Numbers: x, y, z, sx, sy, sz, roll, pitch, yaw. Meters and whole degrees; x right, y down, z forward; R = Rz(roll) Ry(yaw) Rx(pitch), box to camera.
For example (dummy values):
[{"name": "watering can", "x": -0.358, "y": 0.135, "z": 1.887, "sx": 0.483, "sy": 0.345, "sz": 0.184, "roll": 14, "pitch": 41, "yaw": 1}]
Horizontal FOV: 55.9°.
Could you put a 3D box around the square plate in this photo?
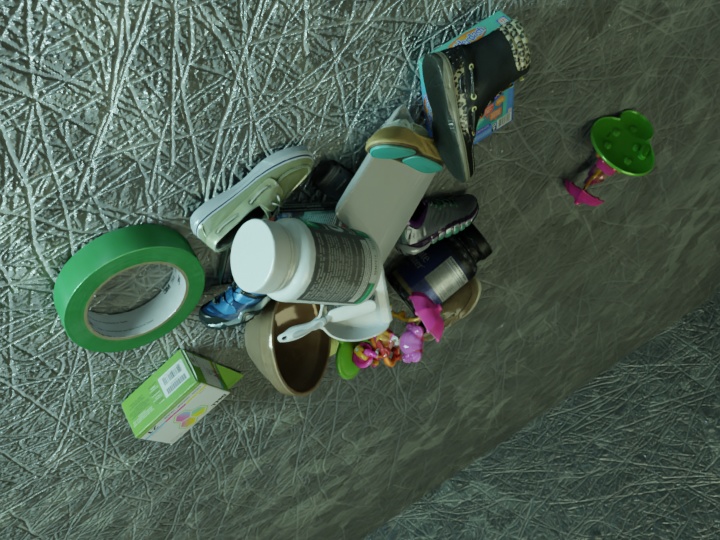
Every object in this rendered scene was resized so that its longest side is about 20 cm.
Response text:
[{"name": "square plate", "x": 0.042, "y": -0.131, "z": 1.079, "sx": 0.200, "sy": 0.028, "sz": 0.200, "roll": -60, "pitch": 151, "yaw": -9}]

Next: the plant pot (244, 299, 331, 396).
[{"name": "plant pot", "x": -0.134, "y": 0.112, "z": 1.165, "sx": 0.092, "sy": 0.204, "sz": 0.200, "roll": -3, "pitch": 162, "yaw": 26}]

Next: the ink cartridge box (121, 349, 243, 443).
[{"name": "ink cartridge box", "x": -0.298, "y": 0.236, "z": 1.213, "sx": 0.148, "sy": 0.076, "sz": 0.200, "roll": -42, "pitch": 149, "yaw": 6}]

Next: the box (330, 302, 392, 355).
[{"name": "box", "x": -0.031, "y": 0.115, "z": 1.368, "sx": 0.198, "sy": 0.050, "sz": 0.076, "roll": -27, "pitch": 148, "yaw": -19}]

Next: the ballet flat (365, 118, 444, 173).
[{"name": "ballet flat", "x": 0.064, "y": -0.189, "z": 0.999, "sx": 0.068, "sy": 0.064, "sz": 0.199, "roll": -8, "pitch": 174, "yaw": 29}]

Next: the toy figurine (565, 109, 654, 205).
[{"name": "toy figurine", "x": 0.525, "y": -0.227, "z": 1.472, "sx": 0.200, "sy": 0.150, "sz": 0.185, "roll": -49, "pitch": 174, "yaw": -34}]

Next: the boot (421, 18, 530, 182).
[{"name": "boot", "x": 0.177, "y": -0.241, "z": 0.974, "sx": 0.153, "sy": 0.073, "sz": 0.205, "roll": -30, "pitch": 129, "yaw": -13}]

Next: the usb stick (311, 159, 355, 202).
[{"name": "usb stick", "x": -0.008, "y": -0.122, "z": 1.087, "sx": 0.055, "sy": 0.033, "sz": 0.199, "roll": -39, "pitch": 150, "yaw": 16}]

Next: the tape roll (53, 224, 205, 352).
[{"name": "tape roll", "x": -0.316, "y": 0.028, "z": 0.940, "sx": 0.199, "sy": 0.048, "sz": 0.202, "roll": -28, "pitch": 149, "yaw": -18}]

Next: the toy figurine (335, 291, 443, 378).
[{"name": "toy figurine", "x": 0.060, "y": 0.108, "z": 1.226, "sx": 0.150, "sy": 0.182, "sz": 0.203, "roll": 25, "pitch": 73, "yaw": -54}]

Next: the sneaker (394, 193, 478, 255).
[{"name": "sneaker", "x": 0.142, "y": -0.108, "z": 1.239, "sx": 0.199, "sy": 0.074, "sz": 0.088, "roll": -34, "pitch": 129, "yaw": -28}]

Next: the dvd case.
[{"name": "dvd case", "x": -0.116, "y": -0.043, "z": 1.059, "sx": 0.198, "sy": 0.022, "sz": 0.147, "roll": -6, "pitch": 138, "yaw": -28}]

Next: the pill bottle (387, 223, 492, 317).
[{"name": "pill bottle", "x": 0.160, "y": -0.005, "z": 1.350, "sx": 0.199, "sy": 0.112, "sz": 0.112, "roll": -39, "pitch": 150, "yaw": 1}]

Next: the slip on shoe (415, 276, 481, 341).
[{"name": "slip on shoe", "x": 0.195, "y": 0.088, "z": 1.557, "sx": 0.200, "sy": 0.076, "sz": 0.060, "roll": -43, "pitch": 157, "yaw": 23}]

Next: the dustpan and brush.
[{"name": "dustpan and brush", "x": -0.042, "y": 0.071, "z": 1.100, "sx": 0.197, "sy": 0.057, "sz": 0.141, "roll": -16, "pitch": 119, "yaw": -8}]

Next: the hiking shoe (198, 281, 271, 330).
[{"name": "hiking shoe", "x": -0.163, "y": 0.014, "z": 1.033, "sx": 0.198, "sy": 0.075, "sz": 0.087, "roll": -28, "pitch": 126, "yaw": -8}]

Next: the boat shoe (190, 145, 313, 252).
[{"name": "boat shoe", "x": -0.139, "y": -0.096, "z": 0.937, "sx": 0.199, "sy": 0.062, "sz": 0.072, "roll": -38, "pitch": 158, "yaw": -12}]

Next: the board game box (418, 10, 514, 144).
[{"name": "board game box", "x": 0.170, "y": -0.278, "z": 1.057, "sx": 0.151, "sy": 0.045, "sz": 0.201, "roll": -32, "pitch": 149, "yaw": -10}]

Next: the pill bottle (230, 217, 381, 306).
[{"name": "pill bottle", "x": -0.073, "y": -0.011, "z": 0.943, "sx": 0.199, "sy": 0.114, "sz": 0.114, "roll": 7, "pitch": 128, "yaw": -47}]
